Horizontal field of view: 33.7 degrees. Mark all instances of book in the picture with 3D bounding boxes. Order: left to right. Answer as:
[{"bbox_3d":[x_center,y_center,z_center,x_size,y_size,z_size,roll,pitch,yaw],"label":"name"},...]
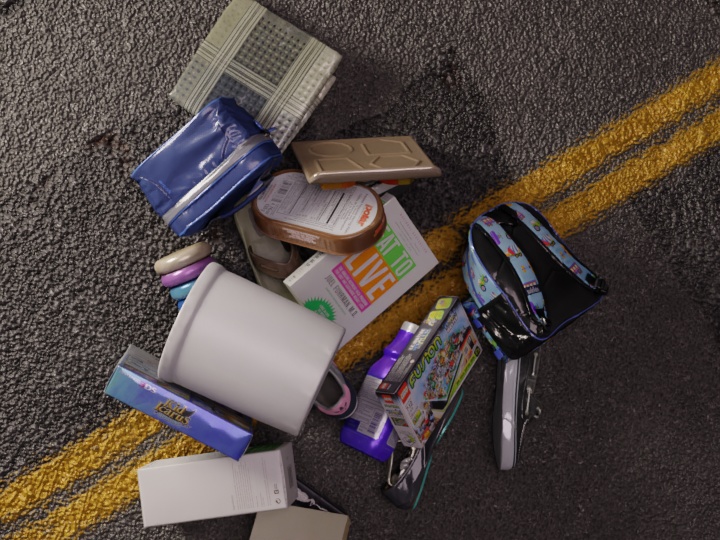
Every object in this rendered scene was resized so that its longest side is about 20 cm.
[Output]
[{"bbox_3d":[0.000,0.000,1.722,0.200,0.048,0.134,-42,122,-10],"label":"book"}]

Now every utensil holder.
[{"bbox_3d":[-0.141,0.107,1.569,0.199,0.170,0.170,25,81,1],"label":"utensil holder"}]

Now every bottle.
[{"bbox_3d":[0.043,0.173,1.727,0.065,0.083,0.201,35,76,-47],"label":"bottle"}]

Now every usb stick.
[{"bbox_3d":[-0.108,0.318,1.713,0.200,0.033,0.056,37,87,-6],"label":"usb stick"}]

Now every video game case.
[{"bbox_3d":[-0.243,0.177,1.620,0.200,0.181,0.046,29,91,-7],"label":"video game case"}]

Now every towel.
[{"bbox_3d":[-0.150,-0.282,1.746,0.192,0.035,0.200,33,82,4],"label":"towel"}]

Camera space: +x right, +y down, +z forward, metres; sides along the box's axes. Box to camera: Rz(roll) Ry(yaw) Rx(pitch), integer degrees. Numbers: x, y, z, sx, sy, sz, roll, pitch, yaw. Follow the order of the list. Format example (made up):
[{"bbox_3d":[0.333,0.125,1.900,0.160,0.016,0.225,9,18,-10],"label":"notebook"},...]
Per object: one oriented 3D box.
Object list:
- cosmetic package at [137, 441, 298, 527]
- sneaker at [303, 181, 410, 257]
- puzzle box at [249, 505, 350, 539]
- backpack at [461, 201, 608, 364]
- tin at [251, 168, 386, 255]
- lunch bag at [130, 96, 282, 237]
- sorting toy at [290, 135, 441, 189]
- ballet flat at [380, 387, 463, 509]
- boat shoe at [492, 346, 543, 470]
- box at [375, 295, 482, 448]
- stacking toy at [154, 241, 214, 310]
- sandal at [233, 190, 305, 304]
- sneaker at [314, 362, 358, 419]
[{"bbox_3d":[-0.194,0.294,1.636,0.199,0.108,0.085,-7,88,4],"label":"cosmetic package"},{"bbox_3d":[-0.007,-0.081,1.753,0.200,0.074,0.085,-30,116,-16],"label":"sneaker"},{"bbox_3d":[-0.101,0.422,1.629,0.133,0.025,0.201,7,61,16],"label":"puzzle box"},{"bbox_3d":[0.228,0.010,1.734,0.182,0.135,0.200,-30,79,-36],"label":"backpack"},{"bbox_3d":[-0.060,-0.084,1.672,0.199,0.042,0.112,15,58,20],"label":"tin"},{"bbox_3d":[-0.200,-0.142,1.658,0.200,0.136,0.132,-39,92,11],"label":"lunch bag"},{"bbox_3d":[0.004,-0.152,1.693,0.184,0.200,0.037,-4,110,-11],"label":"sorting toy"},{"bbox_3d":[0.084,0.249,1.738,0.073,0.073,0.201,25,84,-8],"label":"ballet flat"},{"bbox_3d":[0.239,0.197,1.767,0.071,0.072,0.201,6,82,-6],"label":"boat shoe"},{"bbox_3d":[0.101,0.143,1.700,0.200,0.035,0.110,-54,130,-35],"label":"box"},{"bbox_3d":[-0.218,0.065,1.695,0.085,0.085,0.201,-23,97,-12],"label":"stacking toy"},{"bbox_3d":[-0.126,-0.022,1.722,0.080,0.057,0.201,-30,91,-11],"label":"sandal"},{"bbox_3d":[-0.081,0.128,1.691,0.200,0.082,0.070,42,88,11],"label":"sneaker"}]
